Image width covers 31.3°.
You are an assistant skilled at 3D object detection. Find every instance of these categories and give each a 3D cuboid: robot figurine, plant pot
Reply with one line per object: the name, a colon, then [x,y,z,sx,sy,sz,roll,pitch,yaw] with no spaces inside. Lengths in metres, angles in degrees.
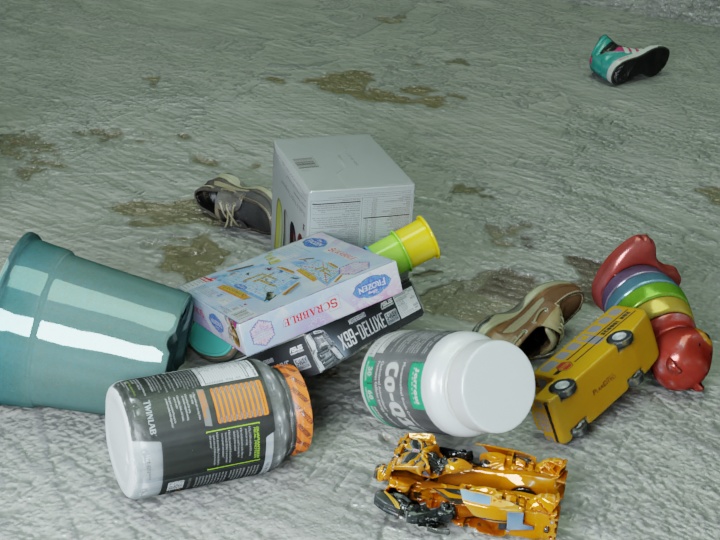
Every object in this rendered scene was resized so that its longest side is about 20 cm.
robot figurine: [0.111,0.219,1.335,0.198,0.059,0.145,9,24,11]
plant pot: [-0.298,0.077,1.438,0.194,0.202,0.201,14,26,1]

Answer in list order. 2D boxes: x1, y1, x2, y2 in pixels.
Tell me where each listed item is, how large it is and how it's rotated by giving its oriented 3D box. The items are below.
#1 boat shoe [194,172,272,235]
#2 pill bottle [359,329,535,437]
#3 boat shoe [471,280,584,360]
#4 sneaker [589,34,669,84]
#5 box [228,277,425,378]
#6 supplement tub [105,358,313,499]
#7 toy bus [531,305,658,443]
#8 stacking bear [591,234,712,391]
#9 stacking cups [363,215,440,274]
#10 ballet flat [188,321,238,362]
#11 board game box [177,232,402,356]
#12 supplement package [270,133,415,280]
boat shoe: [-0.184,-0.089,1.928,0.073,0.075,0.200,-24,27,-28]
pill bottle: [0.093,0.121,1.393,0.112,0.114,0.200,-12,3,-29]
boat shoe: [0.221,0.080,1.635,0.199,0.076,0.074,-28,45,-35]
sneaker: [0.568,-0.463,2.786,0.199,0.084,0.121,-19,43,-36]
box: [-0.042,0.081,1.518,0.157,0.050,0.199,-22,3,45]
supplement tub: [-0.158,0.161,1.343,0.198,0.124,0.123,-7,28,-24]
toy bus: [0.270,0.120,1.511,0.199,0.066,0.078,-35,27,-30]
stacking bear: [0.379,0.070,1.629,0.113,0.121,0.201,-38,37,13]
stacking cups: [0.000,0.000,1.597,0.199,0.061,0.061,-26,33,-10]
ballet flat: [-0.191,0.070,1.582,0.199,0.068,0.068,23,-8,45]
board game box: [-0.085,0.022,1.479,0.198,0.041,0.200,-22,21,-22]
supplement package: [-0.030,-0.053,1.712,0.146,0.202,0.191,-5,26,-17]
